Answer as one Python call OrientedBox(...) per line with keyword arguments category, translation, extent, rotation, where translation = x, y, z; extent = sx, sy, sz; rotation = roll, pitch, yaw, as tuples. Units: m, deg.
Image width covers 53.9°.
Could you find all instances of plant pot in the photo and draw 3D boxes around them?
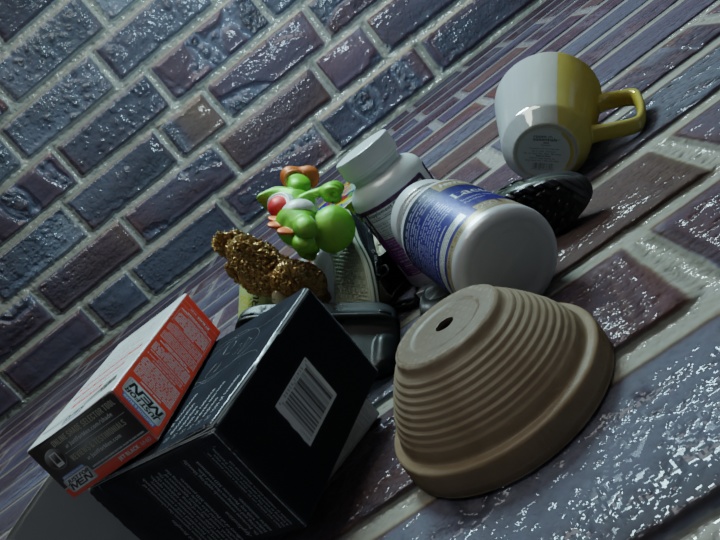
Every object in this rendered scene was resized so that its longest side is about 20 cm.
OrientedBox(category="plant pot", translation=(0.095, 0.078, 0.582), extent=(0.201, 0.093, 0.201), rotation=(-36, 15, 11))

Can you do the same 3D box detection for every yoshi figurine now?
OrientedBox(category="yoshi figurine", translation=(-0.062, -0.072, 0.950), extent=(0.112, 0.113, 0.200), rotation=(-30, 27, 2))

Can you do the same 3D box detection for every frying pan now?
OrientedBox(category="frying pan", translation=(0.103, 0.018, 0.886), extent=(0.115, 0.031, 0.190), rotation=(-40, 17, -11))

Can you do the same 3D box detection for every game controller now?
OrientedBox(category="game controller", translation=(-0.053, 0.083, 0.826), extent=(0.199, 0.042, 0.105), rotation=(-2, 56, 6))

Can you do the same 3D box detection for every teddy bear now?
OrientedBox(category="teddy bear", translation=(-0.133, 0.008, 0.970), extent=(0.067, 0.200, 0.145), rotation=(-41, -29, -31))

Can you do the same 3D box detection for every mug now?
OrientedBox(category="mug", translation=(0.264, -0.205, 0.950), extent=(0.186, 0.149, 0.153), rotation=(-37, 20, 35))

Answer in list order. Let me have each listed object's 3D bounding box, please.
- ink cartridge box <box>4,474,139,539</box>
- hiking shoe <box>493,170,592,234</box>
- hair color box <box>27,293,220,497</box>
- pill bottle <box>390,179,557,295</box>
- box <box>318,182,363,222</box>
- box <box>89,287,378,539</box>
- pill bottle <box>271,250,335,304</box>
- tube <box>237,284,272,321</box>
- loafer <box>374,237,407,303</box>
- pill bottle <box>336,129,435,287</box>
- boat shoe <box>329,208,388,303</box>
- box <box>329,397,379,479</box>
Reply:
OrientedBox(category="ink cartridge box", translation=(-0.272, 0.248, 0.802), extent=(0.145, 0.147, 0.200), rotation=(-52, 10, 18))
OrientedBox(category="hiking shoe", translation=(0.197, -0.084, 0.860), extent=(0.200, 0.076, 0.101), rotation=(-24, 24, 49))
OrientedBox(category="hair color box", translation=(-0.219, 0.112, 0.689), extent=(0.111, 0.064, 0.200), rotation=(-35, 14, 17))
OrientedBox(category="pill bottle", translation=(0.112, -0.035, 0.769), extent=(0.116, 0.116, 0.200), rotation=(-40, 26, -5))
OrientedBox(category="box", translation=(0.012, -0.093, 1.263), extent=(0.193, 0.122, 0.200), rotation=(-41, 14, -15))
OrientedBox(category="box", translation=(-0.115, 0.149, 0.679), extent=(0.196, 0.124, 0.200), rotation=(-28, 19, 35))
OrientedBox(category="pill bottle", translation=(-0.090, 0.042, 1.111), extent=(0.200, 0.114, 0.114), rotation=(-25, 19, 44))
OrientedBox(category="tube", translation=(-0.162, 0.068, 1.074), extent=(0.058, 0.201, 0.052), rotation=(4, 2, 0))
OrientedBox(category="loafer", translation=(0.044, -0.012, 1.041), extent=(0.067, 0.076, 0.201), rotation=(-17, 37, 38))
OrientedBox(category="pill bottle", translation=(0.059, -0.085, 0.953), extent=(0.112, 0.200, 0.112), rotation=(-35, 14, 10))
OrientedBox(category="boat shoe", translation=(0.000, 0.000, 0.942), extent=(0.075, 0.062, 0.201), rotation=(-45, 41, 31))
OrientedBox(category="box", translation=(-0.081, 0.197, 0.773), extent=(0.144, 0.036, 0.200), rotation=(-47, 17, -29))
